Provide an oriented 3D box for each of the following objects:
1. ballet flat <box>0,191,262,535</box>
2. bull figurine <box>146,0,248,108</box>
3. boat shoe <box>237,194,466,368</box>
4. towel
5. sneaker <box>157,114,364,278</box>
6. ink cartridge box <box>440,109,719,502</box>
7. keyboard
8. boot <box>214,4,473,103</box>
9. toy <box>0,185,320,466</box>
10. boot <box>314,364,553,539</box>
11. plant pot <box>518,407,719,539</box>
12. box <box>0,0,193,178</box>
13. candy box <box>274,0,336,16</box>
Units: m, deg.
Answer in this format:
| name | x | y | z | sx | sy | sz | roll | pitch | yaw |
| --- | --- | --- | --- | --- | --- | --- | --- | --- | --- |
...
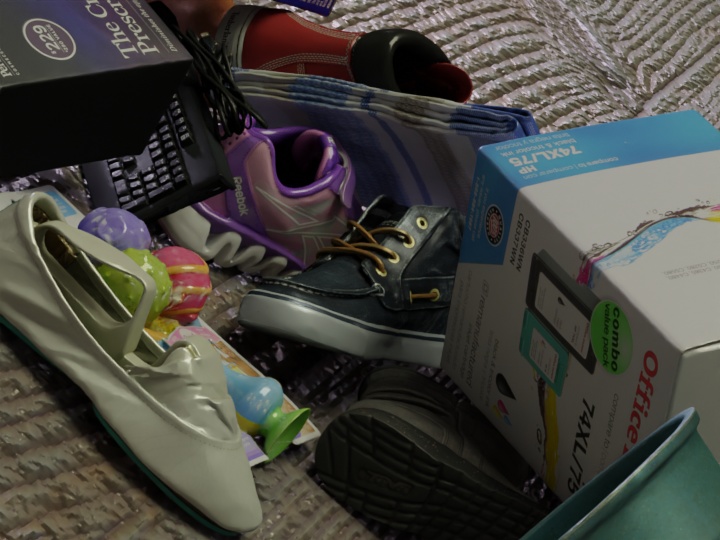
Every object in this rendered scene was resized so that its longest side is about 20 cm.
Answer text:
| name | x | y | z | sx | sy | sz | roll | pitch | yaw |
| --- | --- | --- | --- | --- | --- | --- | --- | --- | --- |
| ballet flat | -0.109 | 0.040 | 1.431 | 0.200 | 0.069 | 0.069 | 44 | 20 | 10 |
| bull figurine | -0.110 | -0.163 | 1.867 | 0.121 | 0.065 | 0.200 | 18 | 29 | -49 |
| boat shoe | 0.000 | 0.000 | 1.656 | 0.071 | 0.091 | 0.200 | 14 | 1 | 28 |
| towel | 0.021 | -0.064 | 1.736 | 0.200 | 0.024 | 0.147 | 10 | -23 | 23 |
| sneaker | -0.028 | -0.036 | 1.712 | 0.200 | 0.089 | 0.081 | 22 | 25 | -45 |
| ink cartridge box | 0.160 | 0.034 | 1.570 | 0.146 | 0.147 | 0.200 | -10 | 36 | -28 |
| keyboard | -0.116 | -0.102 | 1.667 | 0.200 | 0.104 | 0.040 | -113 | 180 | -52 |
| boot | 0.016 | -0.091 | 1.793 | 0.144 | 0.073 | 0.200 | 9 | -17 | 28 |
| toy | -0.102 | 0.014 | 1.525 | 0.200 | 0.047 | 0.115 | 45 | 18 | 10 |
| boot | 0.075 | 0.122 | 1.586 | 0.200 | 0.070 | 0.132 | 41 | 18 | 4 |
| plant pot | 0.140 | 0.201 | 1.380 | 0.196 | 0.200 | 0.200 | 50 | 20 | 4 |
| box | -0.206 | -0.145 | 1.584 | 0.141 | 0.079 | 0.200 | -16 | 57 | -45 |
| candy box | -0.120 | -0.227 | 1.734 | 0.200 | 0.077 | 0.169 | 13 | 17 | -47 |
